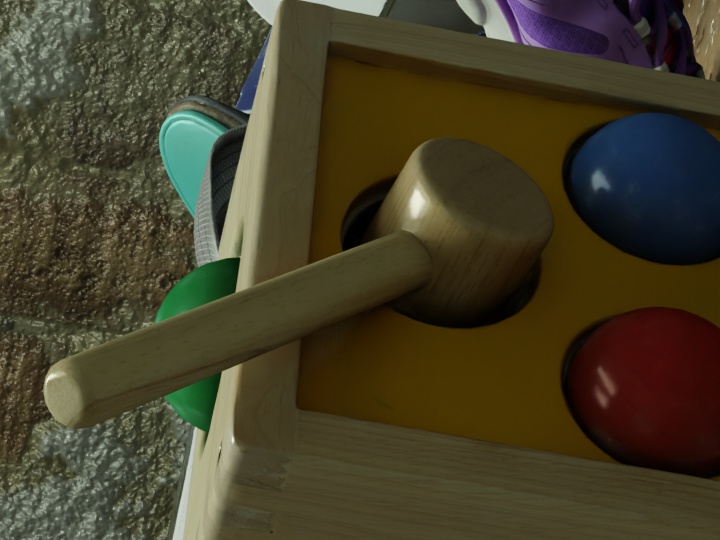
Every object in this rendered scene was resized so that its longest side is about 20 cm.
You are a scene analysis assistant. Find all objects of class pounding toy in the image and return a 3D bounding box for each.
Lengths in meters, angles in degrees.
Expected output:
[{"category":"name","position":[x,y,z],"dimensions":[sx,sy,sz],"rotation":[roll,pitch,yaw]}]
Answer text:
[{"category":"pounding toy","position":[0.022,0.022,0.637],"dimensions":[0.142,0.199,0.184],"rotation":[108,170,-46]}]

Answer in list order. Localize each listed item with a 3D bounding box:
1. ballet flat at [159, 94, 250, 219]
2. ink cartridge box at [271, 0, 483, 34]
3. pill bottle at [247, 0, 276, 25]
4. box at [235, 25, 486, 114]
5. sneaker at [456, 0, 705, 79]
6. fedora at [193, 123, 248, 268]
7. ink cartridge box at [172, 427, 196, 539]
[{"category":"ballet flat","position":[0.000,0.000,1.032],"dimensions":[0.073,0.200,0.073],"rotation":[-41,-7,-6]},{"category":"ink cartridge box","position":[0.010,-0.194,0.949],"dimensions":[0.200,0.145,0.145],"rotation":[57,165,7]},{"category":"pill bottle","position":[0.015,-0.171,1.128],"dimensions":[0.200,0.111,0.111],"rotation":[-49,-24,-59]},{"category":"box","position":[0.013,-0.101,1.152],"dimensions":[0.200,0.121,0.032],"rotation":[-74,-30,-70]},{"category":"sneaker","position":[0.082,-0.071,0.761],"dimensions":[0.083,0.081,0.200],"rotation":[41,155,36]},{"category":"fedora","position":[0.032,-0.002,0.916],"dimensions":[0.090,0.200,0.177],"rotation":[-38,73,29]},{"category":"ink cartridge box","position":[-0.040,0.079,0.952],"dimensions":[0.200,0.042,0.119],"rotation":[-85,16,-47]}]
